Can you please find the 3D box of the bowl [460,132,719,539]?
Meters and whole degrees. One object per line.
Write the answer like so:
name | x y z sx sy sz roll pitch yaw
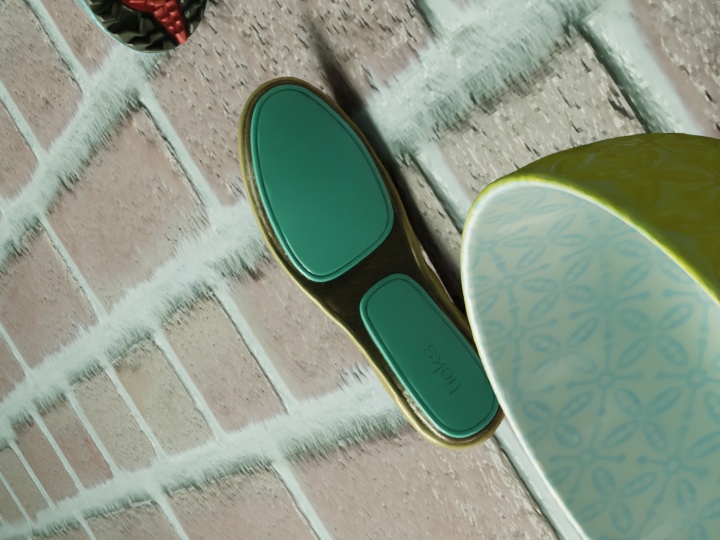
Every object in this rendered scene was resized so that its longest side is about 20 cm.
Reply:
bowl | 0.134 0.031 0.674 0.200 0.107 0.201 48 159 25

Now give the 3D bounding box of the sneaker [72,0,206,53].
sneaker | -0.156 -0.200 1.067 0.095 0.079 0.201 20 139 63

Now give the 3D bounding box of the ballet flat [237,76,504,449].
ballet flat | 0.000 0.000 1.020 0.201 0.068 0.063 60 174 -3
